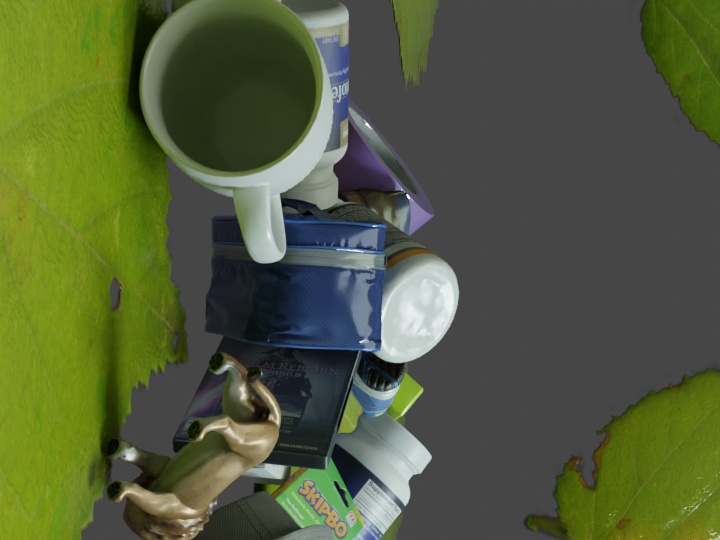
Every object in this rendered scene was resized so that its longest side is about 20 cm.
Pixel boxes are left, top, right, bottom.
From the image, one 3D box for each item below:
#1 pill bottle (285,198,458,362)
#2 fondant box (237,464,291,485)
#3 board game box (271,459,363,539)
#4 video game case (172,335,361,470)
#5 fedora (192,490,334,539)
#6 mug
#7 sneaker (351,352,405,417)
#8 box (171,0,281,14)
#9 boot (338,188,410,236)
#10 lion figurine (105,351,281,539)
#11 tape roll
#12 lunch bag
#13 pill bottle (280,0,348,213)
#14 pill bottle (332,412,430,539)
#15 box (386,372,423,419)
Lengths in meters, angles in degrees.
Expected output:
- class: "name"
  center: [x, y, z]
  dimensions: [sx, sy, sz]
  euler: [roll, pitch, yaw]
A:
- class: "pill bottle"
  center: [0.000, 0.000, 1.458]
  dimensions: [0.200, 0.115, 0.118]
  euler: [37, -41, 45]
- class: "fondant box"
  center: [-0.102, 0.117, 1.510]
  dimensions: [0.144, 0.057, 0.203]
  euler: [67, 28, -73]
- class: "board game box"
  center: [-0.074, 0.280, 1.486]
  dimensions: [0.200, 0.030, 0.096]
  euler: [-36, 103, -45]
- class: "video game case"
  center: [-0.083, 0.118, 1.349]
  dimensions: [0.201, 0.141, 0.019]
  euler: [-71, 165, -61]
- class: "fedora"
  center: [-0.113, 0.268, 1.286]
  dimensions: [0.091, 0.175, 0.201]
  euler: [52, -31, 23]
- class: "mug"
  center: [-0.090, -0.106, 1.172]
  dimensions: [0.175, 0.145, 0.203]
  euler: [65, 16, -82]
- class: "sneaker"
  center: [-0.018, 0.071, 1.535]
  dimensions: [0.078, 0.075, 0.201]
  euler: [100, -29, -47]
- class: "box"
  center: [-0.107, -0.300, 1.238]
  dimensions: [0.095, 0.077, 0.203]
  euler: [58, 36, -77]
- class: "boot"
  center: [0.018, 0.004, 1.615]
  dimensions: [0.096, 0.074, 0.203]
  euler: [-14, 111, -35]
- class: "lion figurine"
  center: [-0.119, 0.147, 1.104]
  dimensions: [0.122, 0.199, 0.073]
  euler: [35, 30, -44]
- class: "tape roll"
  center: [0.004, -0.126, 1.724]
  dimensions: [0.201, 0.065, 0.200]
  euler: [51, 10, -12]
- class: "lunch bag"
  center: [-0.063, 0.000, 1.329]
  dimensions: [0.199, 0.134, 0.134]
  euler: [6, -89, 62]
- class: "pill bottle"
  center: [-0.069, -0.166, 1.431]
  dimensions: [0.116, 0.114, 0.203]
  euler: [-64, 156, -68]
- class: "pill bottle"
  center: [-0.016, 0.260, 1.628]
  dimensions: [0.201, 0.115, 0.116]
  euler: [-50, 162, -11]
- class: "box"
  center: [-0.018, 0.096, 1.700]
  dimensions: [0.048, 0.200, 0.122]
  euler: [-47, 177, -11]
